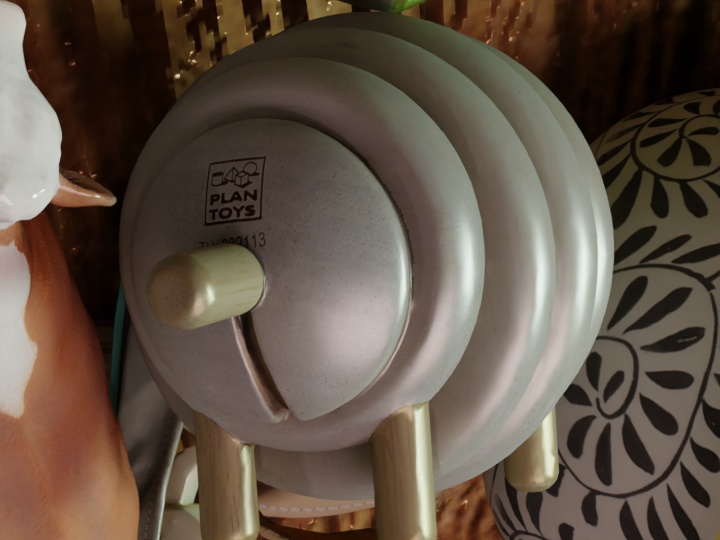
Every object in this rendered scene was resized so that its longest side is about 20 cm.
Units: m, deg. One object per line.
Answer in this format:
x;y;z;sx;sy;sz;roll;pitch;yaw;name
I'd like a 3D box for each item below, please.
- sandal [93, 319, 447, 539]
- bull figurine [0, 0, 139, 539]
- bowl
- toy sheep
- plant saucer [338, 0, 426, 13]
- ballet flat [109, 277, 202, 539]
-0.018;0.067;0.873;0.211;0.070;0.078;9;125;-41;sandal
-0.103;0.005;0.703;0.065;0.121;0.201;-23;134;-18;bull figurine
0.083;0.023;0.855;0.201;0.094;0.202;18;90;-81;bowl
0.000;0.000;0.711;0.138;0.138;0.200;-48;170;17;toy sheep
0.066;-0.126;0.667;0.199;0.048;0.200;-27;176;-9;plant saucer
-0.044;0.063;0.789;0.067;0.063;0.201;13;91;-68;ballet flat
